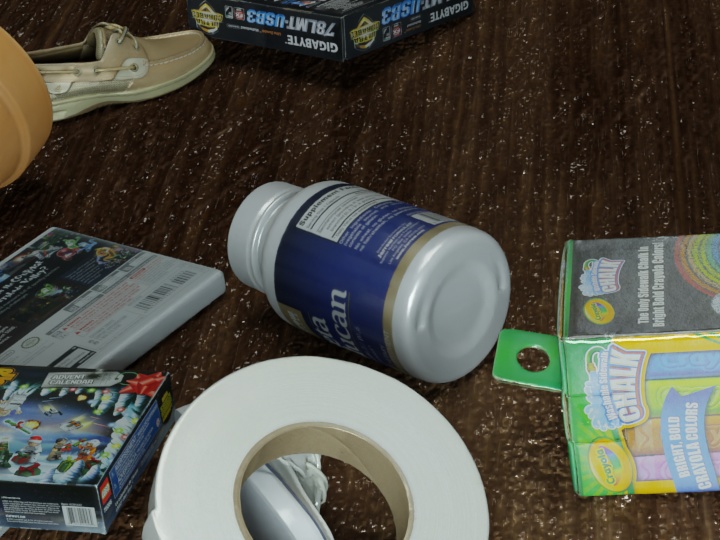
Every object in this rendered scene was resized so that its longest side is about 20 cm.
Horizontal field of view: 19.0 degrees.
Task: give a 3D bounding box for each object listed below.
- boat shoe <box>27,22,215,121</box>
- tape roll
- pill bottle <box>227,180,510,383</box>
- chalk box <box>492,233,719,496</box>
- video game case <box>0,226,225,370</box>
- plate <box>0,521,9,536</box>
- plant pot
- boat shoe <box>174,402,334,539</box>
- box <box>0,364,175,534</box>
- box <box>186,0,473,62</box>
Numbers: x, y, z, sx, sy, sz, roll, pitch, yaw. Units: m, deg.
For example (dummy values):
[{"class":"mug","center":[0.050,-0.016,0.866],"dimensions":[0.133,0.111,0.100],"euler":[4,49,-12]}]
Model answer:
[{"class":"boat shoe","center":[-0.227,-0.192,1.974],"dimensions":[0.199,0.065,0.071],"euler":[-20,31,-22]},{"class":"tape roll","center":[-0.025,0.144,1.251],"dimensions":[0.201,0.037,0.204],"euler":[7,56,-11]},{"class":"pill bottle","center":[0.000,0.000,1.527],"dimensions":[0.111,0.112,0.199],"euler":[-31,36,-35]},{"class":"chalk box","center":[0.186,0.060,1.363],"dimensions":[0.199,0.124,0.125],"euler":[-3,30,11]},{"class":"video game case","center":[-0.231,0.037,1.615],"dimensions":[0.181,0.023,0.200],"euler":[14,37,34]},{"class":"plate","center":[-0.317,0.170,1.388],"dimensions":[0.198,0.032,0.200],"euler":[6,32,25]},{"class":"plant pot","center":[-0.372,-0.115,1.765],"dimensions":[0.199,0.201,0.140],"euler":[6,47,23]},{"class":"boat shoe","center":[-0.053,0.132,1.356],"dimensions":[0.065,0.072,0.200],"euler":[-21,25,-18]},{"class":"box","center":[-0.235,0.112,1.400],"dimensions":[0.199,0.040,0.137],"euler":[1,28,16]},{"class":"box","center":[-0.028,-0.256,2.034],"dimensions":[0.198,0.050,0.200],"euler":[13,28,37]}]
